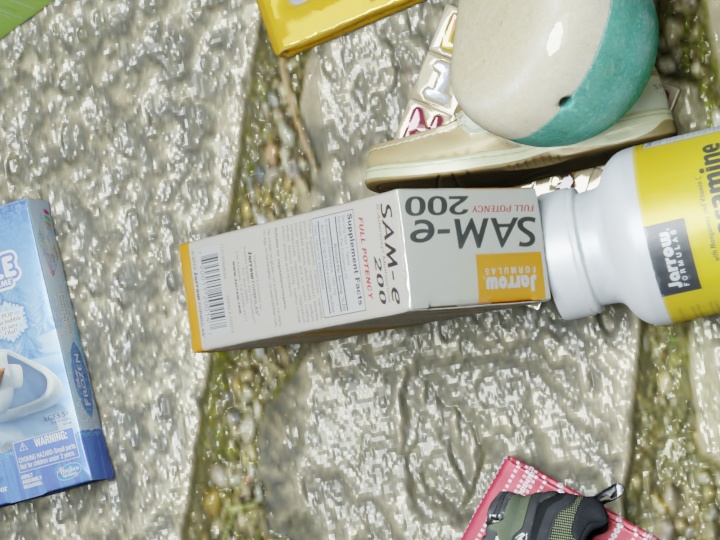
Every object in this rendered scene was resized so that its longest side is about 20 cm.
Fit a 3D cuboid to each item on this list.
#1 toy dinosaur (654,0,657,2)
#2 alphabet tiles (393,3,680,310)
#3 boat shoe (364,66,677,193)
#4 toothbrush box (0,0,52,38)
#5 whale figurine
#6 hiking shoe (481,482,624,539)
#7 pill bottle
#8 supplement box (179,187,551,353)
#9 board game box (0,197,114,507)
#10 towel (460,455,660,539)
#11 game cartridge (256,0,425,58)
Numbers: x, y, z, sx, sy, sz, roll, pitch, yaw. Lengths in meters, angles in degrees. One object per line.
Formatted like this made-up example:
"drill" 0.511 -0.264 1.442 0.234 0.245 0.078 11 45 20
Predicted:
"toy dinosaur" 0.178 -0.226 1.303 0.088 0.047 0.200 27 83 21
"alphabet tiles" 0.107 -0.085 1.337 0.166 0.006 0.201 22 94 15
"boat shoe" 0.097 -0.092 1.304 0.199 0.074 0.067 -10 80 4
"toothbrush box" -0.246 -0.258 1.398 0.200 0.086 0.146 -35 80 12
"whale figurine" 0.117 -0.160 1.241 0.103 0.200 0.159 20 126 -25
"hiking shoe" 0.132 0.230 1.255 0.100 0.076 0.201 -9 77 14
"pill bottle" 0.213 -0.029 1.252 0.199 0.112 0.112 -13 85 14
"supplement box" 0.000 0.000 1.261 0.200 0.126 0.074 -12 84 44
"board game box" -0.289 0.072 1.420 0.199 0.043 0.200 -16 83 14
"towel" 0.147 0.227 1.308 0.200 0.022 0.145 29 98 16
"game cartridge" -0.009 -0.265 1.362 0.176 0.032 0.201 -22 84 13
